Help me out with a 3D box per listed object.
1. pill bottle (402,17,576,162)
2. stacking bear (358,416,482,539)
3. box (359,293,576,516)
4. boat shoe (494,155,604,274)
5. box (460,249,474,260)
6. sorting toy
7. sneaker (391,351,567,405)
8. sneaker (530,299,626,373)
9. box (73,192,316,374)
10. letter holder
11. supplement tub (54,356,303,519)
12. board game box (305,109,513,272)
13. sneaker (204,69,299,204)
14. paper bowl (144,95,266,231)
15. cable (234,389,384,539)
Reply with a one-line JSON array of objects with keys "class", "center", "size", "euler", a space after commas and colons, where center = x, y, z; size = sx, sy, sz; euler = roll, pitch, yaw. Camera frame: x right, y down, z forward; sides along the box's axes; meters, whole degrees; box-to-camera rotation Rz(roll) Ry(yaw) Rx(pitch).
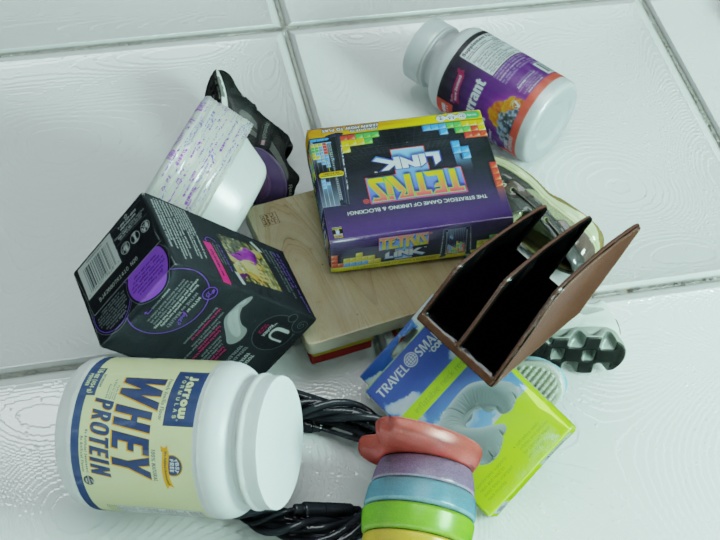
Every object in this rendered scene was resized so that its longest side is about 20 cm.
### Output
[{"class": "pill bottle", "center": [0.153, -0.225, 1.753], "size": [0.200, 0.112, 0.111], "euler": [34, 54, 23]}, {"class": "stacking bear", "center": [0.045, 0.251, 1.319], "size": [0.113, 0.122, 0.201], "euler": [14, 68, -8]}, {"class": "box", "center": [0.100, 0.130, 1.427], "size": [0.200, 0.048, 0.122], "euler": [44, 95, 16]}, {"class": "boat shoe", "center": [0.180, -0.065, 1.644], "size": [0.200, 0.072, 0.066], "euler": [33, 49, 16]}, {"class": "box", "center": [0.107, -0.046, 1.613], "size": [0.049, 0.083, 0.201], "euler": [-15, 52, -16]}, {"class": "sorting toy", "center": [0.000, 0.000, 1.568], "size": [0.198, 0.070, 0.201], "euler": [-16, 52, -15]}, {"class": "sneaker", "center": [0.117, 0.120, 1.494], "size": [0.199, 0.082, 0.074], "euler": [5, 90, 17]}, {"class": "sneaker", "center": [0.179, 0.057, 1.543], "size": [0.199, 0.074, 0.089], "euler": [6, 46, -11]}, {"class": "box", "center": [-0.163, 0.026, 1.433], "size": [0.200, 0.122, 0.106], "euler": [25, 27, -45]}, {"class": "letter holder", "center": [0.171, -0.001, 1.408], "size": [0.101, 0.142, 0.200], "euler": [42, 37, 12]}, {"class": "supplement tub", "center": [-0.166, 0.155, 1.343], "size": [0.199, 0.145, 0.146], "euler": [1, 47, 18]}, {"class": "board game box", "center": [0.050, -0.088, 1.558], "size": [0.199, 0.057, 0.166], "euler": [-8, 50, -7]}, {"class": "sneaker", "center": [-0.129, -0.153, 1.705], "size": [0.087, 0.076, 0.201], "euler": [0, 51, -25]}, {"class": "paper bowl", "center": [-0.174, -0.077, 1.540], "size": [0.104, 0.201, 0.201], "euler": [31, 50, -7]}, {"class": "cable", "center": [-0.046, 0.195, 1.412], "size": [0.199, 0.051, 0.164], "euler": [19, 50, 10]}]
